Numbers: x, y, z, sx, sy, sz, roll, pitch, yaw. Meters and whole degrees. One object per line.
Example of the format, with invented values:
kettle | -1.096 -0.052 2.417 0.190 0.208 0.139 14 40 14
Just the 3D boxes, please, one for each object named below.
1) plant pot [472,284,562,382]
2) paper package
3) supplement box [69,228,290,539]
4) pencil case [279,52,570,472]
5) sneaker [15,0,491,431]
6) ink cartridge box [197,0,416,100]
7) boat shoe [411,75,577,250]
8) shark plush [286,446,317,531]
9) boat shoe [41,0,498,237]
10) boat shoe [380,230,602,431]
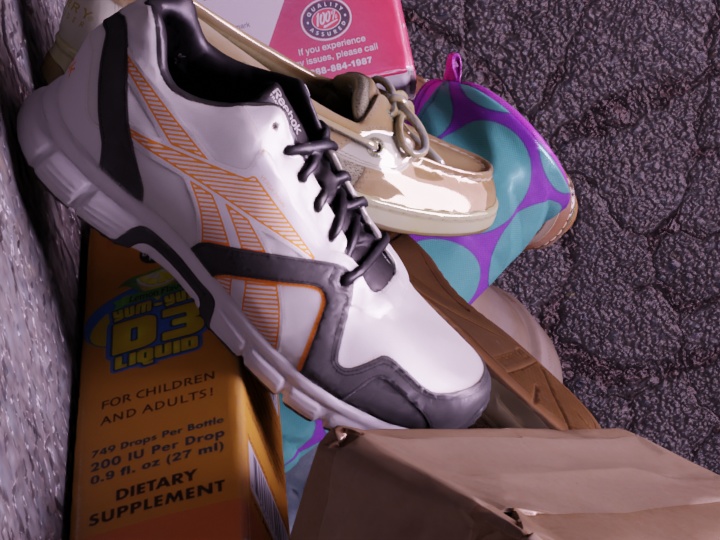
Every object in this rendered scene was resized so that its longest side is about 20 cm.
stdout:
plant pot | 0.016 0.054 1.190 0.174 0.199 0.201 53 19 -40
paper package | 0.052 0.160 0.593 0.190 0.103 0.201 5 105 -48
supplement box | -0.066 0.056 0.640 0.201 0.066 0.069 -99 172 -54
pencil case | 0.000 0.000 0.802 0.093 0.200 0.085 48 -4 -10
sneaker | -0.028 -0.017 0.616 0.200 0.080 0.074 39 26 -5
ink cartridge box | -0.064 -0.168 0.818 0.084 0.144 0.201 56 21 -85
boat shoe | 0.021 -0.068 0.904 0.200 0.072 0.068 35 11 18
shark plush | -0.023 0.096 0.845 0.091 0.083 0.201 44 64 -33
boat shoe | -0.026 -0.070 0.706 0.073 0.200 0.063 -113 -135 -68
boat shoe | 0.008 0.032 0.716 0.200 0.072 0.072 42 17 17
